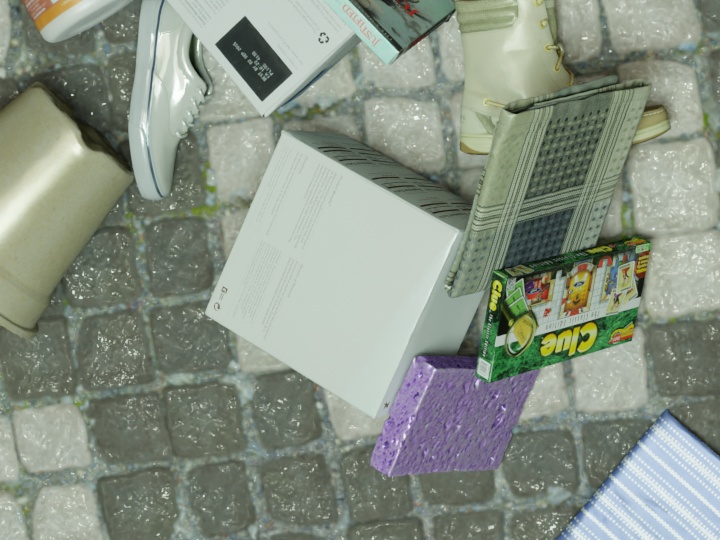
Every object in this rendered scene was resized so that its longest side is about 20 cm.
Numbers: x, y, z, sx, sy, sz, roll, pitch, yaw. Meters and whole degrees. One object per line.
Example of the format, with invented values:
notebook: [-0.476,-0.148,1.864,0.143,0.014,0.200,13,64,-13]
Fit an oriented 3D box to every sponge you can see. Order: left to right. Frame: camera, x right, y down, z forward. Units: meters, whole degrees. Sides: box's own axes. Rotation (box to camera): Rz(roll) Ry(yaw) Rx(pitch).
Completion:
sponge: [0.091,0.136,1.679,0.030,0.199,0.113,30,104,31]

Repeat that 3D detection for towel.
towel: [0.163,-0.078,1.579,0.035,0.191,0.202,42,130,34]
towel: [0.288,0.258,1.745,0.145,0.024,0.201,40,99,10]

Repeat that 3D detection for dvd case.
dvd case: [0.009,-0.263,1.618,0.146,0.200,0.022,46,118,-1]

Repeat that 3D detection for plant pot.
plant pot: [-0.324,-0.071,1.720,0.200,0.200,0.184,45,93,-1]

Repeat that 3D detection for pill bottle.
pill bottle: [-0.299,-0.329,1.700,0.111,0.112,0.201,-28,94,12]

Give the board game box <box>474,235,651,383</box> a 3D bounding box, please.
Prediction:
board game box: [0.189,0.034,1.648,0.023,0.199,0.106,32,123,40]

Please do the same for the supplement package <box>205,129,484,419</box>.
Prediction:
supplement package: [0.000,0.000,1.666,0.199,0.147,0.193,30,105,21]

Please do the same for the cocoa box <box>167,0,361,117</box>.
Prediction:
cocoa box: [-0.090,-0.268,1.662,0.133,0.131,0.200,-39,92,20]

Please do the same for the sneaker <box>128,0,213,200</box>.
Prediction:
sneaker: [-0.180,-0.166,1.728,0.070,0.073,0.202,6,100,11]

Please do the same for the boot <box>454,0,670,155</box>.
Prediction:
boot: [0.187,-0.189,1.670,0.198,0.072,0.157,-2,97,9]
